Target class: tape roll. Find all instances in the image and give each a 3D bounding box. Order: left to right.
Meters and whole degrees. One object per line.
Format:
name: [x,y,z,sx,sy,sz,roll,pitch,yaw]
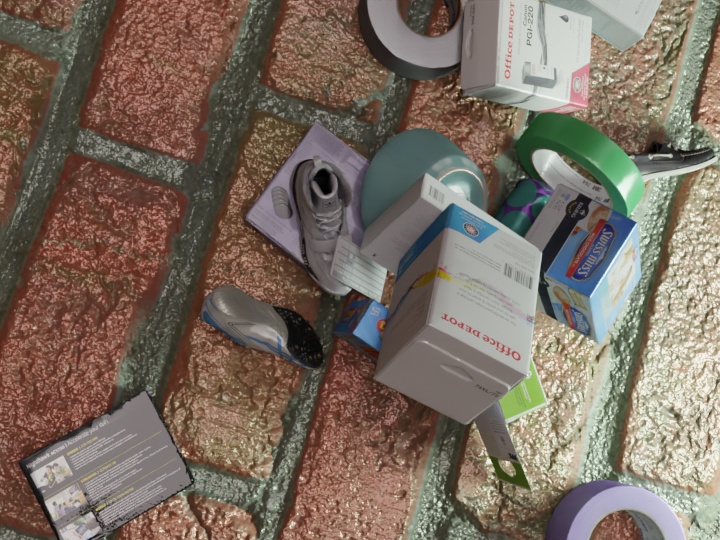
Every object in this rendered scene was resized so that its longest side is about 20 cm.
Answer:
tape roll: [0.098,-0.400,1.567,0.196,0.066,0.204,1,84,-10]
tape roll: [0.326,-0.150,1.519,0.200,0.200,0.048,40,80,-5]
tape roll: [0.384,0.423,1.538,0.196,0.085,0.204,1,85,-12]

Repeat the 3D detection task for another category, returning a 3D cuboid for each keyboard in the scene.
keyboard: [0.000,0.000,1.456,0.011,0.200,0.057,16,84,23]

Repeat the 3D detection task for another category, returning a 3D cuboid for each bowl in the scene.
bowl: [0.109,-0.098,1.480,0.198,0.104,0.205,-10,108,-32]

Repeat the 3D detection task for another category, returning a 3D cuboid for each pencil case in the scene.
pencil case: [0.230,-0.042,1.550,0.092,0.085,0.201,33,80,10]

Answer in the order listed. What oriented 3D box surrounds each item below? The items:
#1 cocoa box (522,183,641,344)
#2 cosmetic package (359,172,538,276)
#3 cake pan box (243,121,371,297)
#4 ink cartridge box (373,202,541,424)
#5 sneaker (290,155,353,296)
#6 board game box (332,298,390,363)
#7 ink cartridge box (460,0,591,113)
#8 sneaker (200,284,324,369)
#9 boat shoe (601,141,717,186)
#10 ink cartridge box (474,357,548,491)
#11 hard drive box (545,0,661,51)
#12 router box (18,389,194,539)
cocoa box: [0.321,-0.006,1.488,0.130,0.200,0.134,31,79,26]
cosmetic package: [0.121,-0.027,1.394,0.198,0.151,0.052,32,45,-18]
cake pan box: [-0.045,-0.089,1.517,0.199,0.052,0.185,36,81,-6]
ink cartridge box: [0.125,0.056,1.293,0.145,0.146,0.202,27,48,-13]
sneaker: [-0.047,-0.064,1.430,0.074,0.115,0.203,-14,89,-12]
board game box: [0.065,0.120,1.442,0.195,0.200,0.056,36,82,-6]
ink cartridge box: [0.252,-0.327,1.543,0.197,0.084,0.149,5,87,-33]
sneaker: [-0.141,0.087,1.481,0.198,0.072,0.073,30,51,-19]
boat shoe: [0.470,-0.175,1.619,0.197,0.074,0.061,-14,92,-4]
ink cartridge box: [0.218,0.206,1.492,0.075,0.148,0.203,-21,90,-13]
hard drive box: [0.386,-0.476,1.625,0.198,0.077,0.157,31,79,-7]
router box: [-0.350,0.280,1.419,0.198,0.051,0.151,-28,89,-13]
